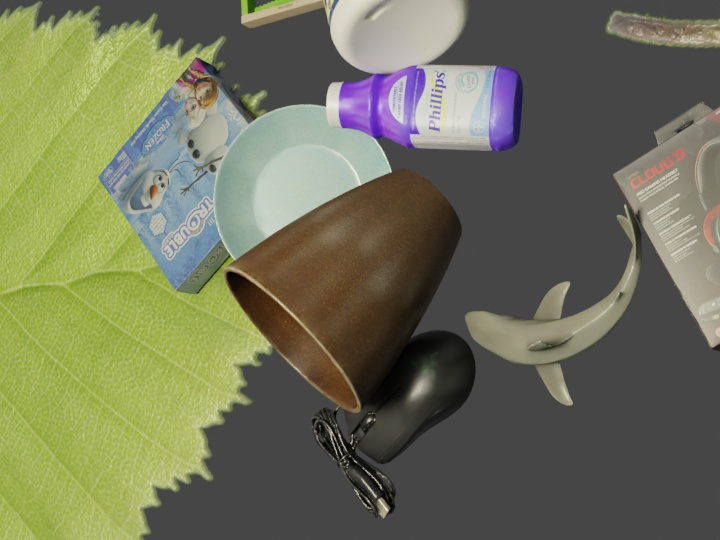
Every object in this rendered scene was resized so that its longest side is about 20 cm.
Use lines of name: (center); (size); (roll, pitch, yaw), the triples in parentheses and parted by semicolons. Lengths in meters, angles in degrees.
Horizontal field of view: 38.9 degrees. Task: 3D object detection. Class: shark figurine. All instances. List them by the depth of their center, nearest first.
shark figurine: (0.192, 0.044, 0.938); (0.214, 0.089, 0.129); (-38, 69, 30)

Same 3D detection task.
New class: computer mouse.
computer mouse: (0.035, 0.143, 1.041); (0.200, 0.053, 0.139); (-48, 63, 15)

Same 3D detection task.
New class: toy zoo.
toy zoo: (-0.086, -0.400, 1.207); (0.130, 0.020, 0.203); (-8, 78, 28)

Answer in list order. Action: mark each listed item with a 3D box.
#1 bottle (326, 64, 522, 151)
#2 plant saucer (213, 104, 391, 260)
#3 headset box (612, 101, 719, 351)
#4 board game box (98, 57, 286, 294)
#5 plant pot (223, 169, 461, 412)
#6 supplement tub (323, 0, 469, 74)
bottle: (0.064, -0.167, 1.041); (0.197, 0.065, 0.085); (5, 84, 16)
plant saucer: (-0.060, -0.077, 1.110); (0.198, 0.039, 0.204); (0, 89, 3)
headset box: (0.328, -0.052, 0.892); (0.148, 0.075, 0.202); (-32, 69, 22)
board game box: (-0.198, -0.113, 1.214); (0.200, 0.043, 0.199); (-47, 65, 15)
plant pot: (0.000, 0.000, 1.002); (0.186, 0.188, 0.200); (36, 72, 28)
supplement tub: (0.023, -0.323, 1.054); (0.144, 0.145, 0.202); (-26, 60, 23)
